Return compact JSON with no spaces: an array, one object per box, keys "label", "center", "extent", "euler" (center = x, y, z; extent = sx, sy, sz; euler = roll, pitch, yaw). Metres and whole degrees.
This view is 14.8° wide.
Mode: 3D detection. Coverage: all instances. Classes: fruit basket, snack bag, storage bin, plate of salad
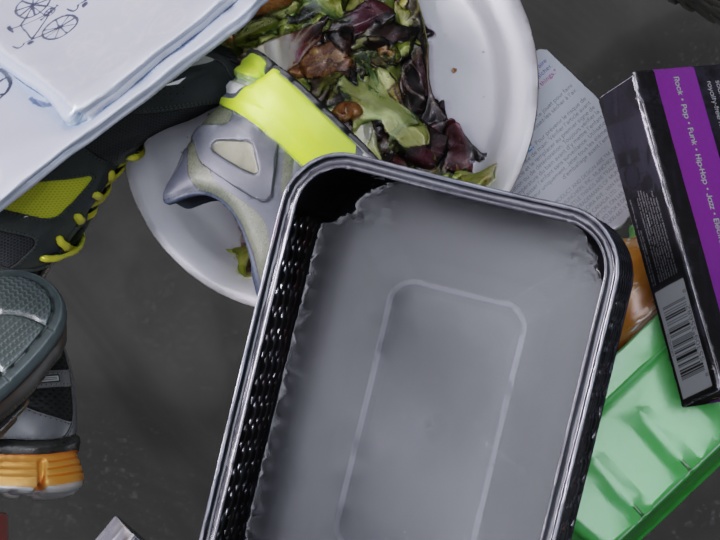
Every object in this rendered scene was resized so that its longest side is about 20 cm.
[{"label":"fruit basket","center":[0.085,0.028,1.257],"extent":[0.185,0.094,0.200],"euler":[-43,69,-5]},{"label":"snack bag","center":[-0.157,-0.093,1.221],"extent":[0.200,0.189,0.021],"euler":[-39,126,-9]},{"label":"storage bin","center":[0.022,0.063,1.104],"extent":[0.135,0.094,0.201],"euler":[14,90,9]},{"label":"plate of salad","center":[-0.018,-0.080,1.256],"extent":[0.199,0.048,0.201],"euler":[-4,74,15]}]

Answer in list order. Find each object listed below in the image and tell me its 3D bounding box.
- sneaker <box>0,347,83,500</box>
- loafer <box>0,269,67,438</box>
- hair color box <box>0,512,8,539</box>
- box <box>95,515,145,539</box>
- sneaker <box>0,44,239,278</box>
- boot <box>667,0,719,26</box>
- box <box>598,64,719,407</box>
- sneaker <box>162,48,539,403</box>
[{"label":"sneaker","center":[-0.222,0.058,1.249],"extent":[0.199,0.078,0.078],"euler":[6,82,-10]},{"label":"loafer","center":[-0.208,0.076,1.189],"extent":[0.200,0.063,0.072],"euler":[-37,57,-20]},{"label":"hair color box","center":[-0.258,0.160,1.239],"extent":[0.199,0.061,0.102],"euler":[-3,84,0]},{"label":"box","center":[-0.081,0.231,1.207],"extent":[0.200,0.050,0.158],"euler":[43,84,-15]},{"label":"sneaker","center":[-0.138,-0.044,1.260],"extent":[0.199,0.074,0.085],"euler":[-21,94,15]},{"label":"boot","center":[0.200,-0.209,1.283],"extent":[0.182,0.073,0.200],"euler":[34,79,18]},{"label":"box","center":[0.210,-0.023,1.228],"extent":[0.199,0.036,0.144],"euler":[-7,76,-29]},{"label":"sneaker","center":[0.000,0.000,1.190],"extent":[0.200,0.074,0.081],"euler":[44,91,9]}]
